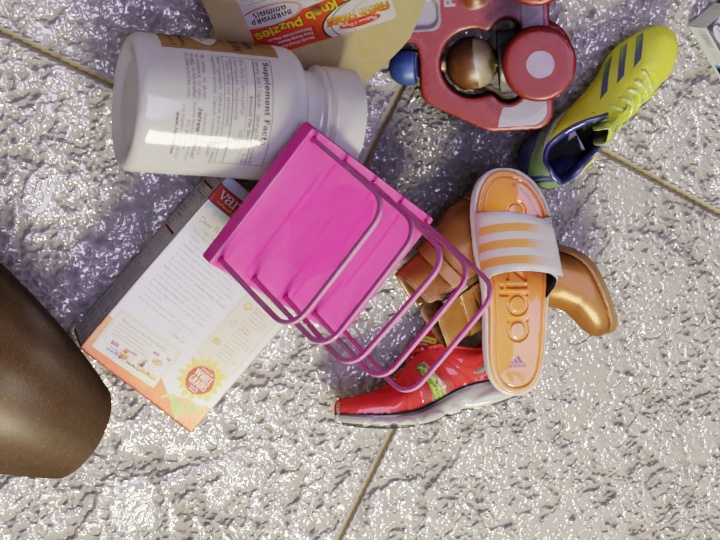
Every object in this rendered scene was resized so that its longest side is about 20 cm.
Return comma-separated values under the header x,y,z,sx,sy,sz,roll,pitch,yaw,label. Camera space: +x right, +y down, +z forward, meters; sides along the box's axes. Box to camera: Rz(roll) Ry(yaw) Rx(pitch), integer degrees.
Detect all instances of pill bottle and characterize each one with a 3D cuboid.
x,y,z,sx,sy,sz,roll,pitch,yaw,label
-0.101,-0.135,1.113,0.199,0.114,0.115,2,103,-23,pill bottle

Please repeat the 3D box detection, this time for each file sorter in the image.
x,y,z,sx,sy,sz,roll,pitch,yaw,label
0.000,0.000,1.109,0.139,0.125,0.200,-51,142,5,file sorter

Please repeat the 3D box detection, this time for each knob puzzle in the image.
x,y,z,sx,sy,sz,roll,pitch,yaw,label
-0.036,-0.230,1.129,0.218,0.031,0.220,-7,141,-6,knob puzzle

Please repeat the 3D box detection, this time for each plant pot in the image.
x,y,z,sx,sy,sz,roll,pitch,yaw,label
-0.310,0.089,1.097,0.200,0.187,0.187,38,91,-37,plant pot

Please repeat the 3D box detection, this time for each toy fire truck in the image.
x,y,z,sx,sy,sz,roll,pitch,yaw,label
0.107,-0.226,1.184,0.167,0.112,0.201,-1,105,8,toy fire truck

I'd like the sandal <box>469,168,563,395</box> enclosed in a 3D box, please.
x,y,z,sx,sy,sz,roll,pitch,yaw,label
0.148,0.010,1.192,0.079,0.059,0.208,-4,91,-15,sandal

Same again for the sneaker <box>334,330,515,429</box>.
x,y,z,sx,sy,sz,roll,pitch,yaw,label
0.062,0.101,1.272,0.199,0.077,0.086,-14,89,-19,sneaker

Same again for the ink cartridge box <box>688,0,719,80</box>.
x,y,z,sx,sy,sz,roll,pitch,yaw,label
0.427,-0.264,1.302,0.200,0.039,0.100,-41,111,-5,ink cartridge box

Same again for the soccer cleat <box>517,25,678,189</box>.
x,y,z,sx,sy,sz,roll,pitch,yaw,label
0.234,-0.150,1.244,0.200,0.084,0.065,-44,112,-3,soccer cleat

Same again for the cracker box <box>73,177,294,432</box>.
x,y,z,sx,sy,sz,roll,pitch,yaw,label
-0.140,0.025,1.184,0.134,0.058,0.200,42,90,-24,cracker box

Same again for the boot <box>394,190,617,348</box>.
x,y,z,sx,sy,sz,roll,pitch,yaw,label
0.140,0.023,1.250,0.155,0.077,0.200,-43,107,-15,boot
